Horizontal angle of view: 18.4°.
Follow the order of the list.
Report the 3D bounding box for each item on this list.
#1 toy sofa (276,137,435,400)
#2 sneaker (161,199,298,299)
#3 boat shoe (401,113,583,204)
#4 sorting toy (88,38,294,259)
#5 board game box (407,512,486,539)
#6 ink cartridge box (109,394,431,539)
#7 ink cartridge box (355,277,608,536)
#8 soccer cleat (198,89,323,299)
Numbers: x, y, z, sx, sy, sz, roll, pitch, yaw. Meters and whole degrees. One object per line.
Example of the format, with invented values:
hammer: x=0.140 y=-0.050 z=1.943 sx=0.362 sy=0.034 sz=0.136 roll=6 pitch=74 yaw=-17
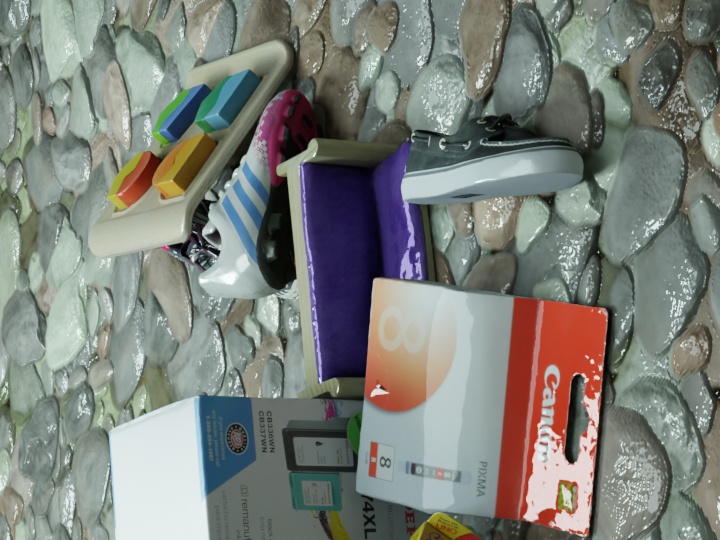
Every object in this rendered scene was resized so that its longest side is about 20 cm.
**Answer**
toy sofa: x=0.000 y=0.000 z=1.700 sx=0.097 sy=0.082 sz=0.201 roll=-24 pitch=68 yaw=55
sneaker: x=-0.105 y=-0.020 z=1.876 sx=0.200 sy=0.074 sz=0.081 roll=7 pitch=93 yaw=57
boat shoe: x=0.088 y=-0.082 z=1.583 sx=0.200 sy=0.068 sz=0.057 roll=-6 pitch=82 yaw=60
sorting toy: x=-0.153 y=-0.107 z=1.916 sx=0.185 sy=0.036 sz=0.201 roll=-9 pitch=48 yaw=57
board game box: x=0.045 y=0.252 z=1.605 sx=0.200 sy=0.095 sz=0.030 roll=-52 pitch=8 yaw=40
ink cartridge box: x=-0.067 y=0.180 z=1.682 sx=0.146 sy=0.199 sz=0.148 roll=-24 pitch=68 yaw=53
ink cartridge box: x=0.081 y=0.095 z=1.569 sx=0.199 sy=0.050 sz=0.163 roll=8 pitch=94 yaw=50
soccer cleat: x=-0.086 y=-0.063 z=1.789 sx=0.086 sy=0.070 sz=0.201 roll=-12 pitch=48 yaw=26
